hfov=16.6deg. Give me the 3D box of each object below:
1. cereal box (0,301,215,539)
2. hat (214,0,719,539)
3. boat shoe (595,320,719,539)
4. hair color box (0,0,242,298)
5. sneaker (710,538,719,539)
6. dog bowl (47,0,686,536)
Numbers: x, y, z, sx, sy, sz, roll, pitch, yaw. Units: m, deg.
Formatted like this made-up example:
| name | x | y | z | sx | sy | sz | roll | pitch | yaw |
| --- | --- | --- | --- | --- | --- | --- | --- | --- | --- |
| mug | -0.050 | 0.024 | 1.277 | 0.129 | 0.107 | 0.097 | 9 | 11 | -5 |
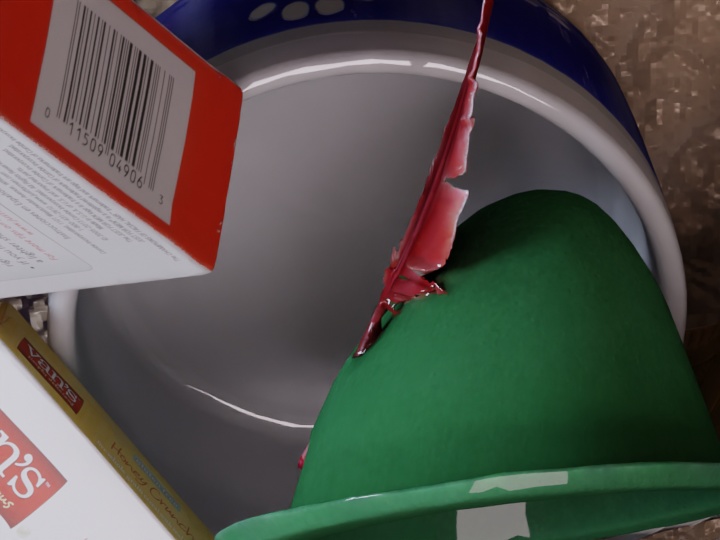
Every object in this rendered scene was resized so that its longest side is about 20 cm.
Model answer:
| name | x | y | z | sx | sy | sz | roll | pitch | yaw |
| --- | --- | --- | --- | --- | --- | --- | --- | --- | --- |
| cereal box | -0.139 | 0.126 | 0.763 | 0.200 | 0.040 | 0.144 | -39 | 100 | 11 |
| hat | 0.039 | -0.012 | 0.725 | 0.165 | 0.177 | 0.200 | 2 | 166 | -39 |
| boat shoe | 0.131 | 0.052 | 0.811 | 0.069 | 0.071 | 0.200 | 16 | 153 | -28 |
| hair color box | -0.147 | -0.038 | 0.700 | 0.199 | 0.064 | 0.111 | -8 | 152 | 31 |
| sneaker | 0.121 | 0.138 | 0.771 | 0.199 | 0.112 | 0.073 | -19 | 121 | -4 |
| dog bowl | 0.000 | 0.000 | 0.793 | 0.199 | 0.079 | 0.201 | -2 | 124 | -4 |
